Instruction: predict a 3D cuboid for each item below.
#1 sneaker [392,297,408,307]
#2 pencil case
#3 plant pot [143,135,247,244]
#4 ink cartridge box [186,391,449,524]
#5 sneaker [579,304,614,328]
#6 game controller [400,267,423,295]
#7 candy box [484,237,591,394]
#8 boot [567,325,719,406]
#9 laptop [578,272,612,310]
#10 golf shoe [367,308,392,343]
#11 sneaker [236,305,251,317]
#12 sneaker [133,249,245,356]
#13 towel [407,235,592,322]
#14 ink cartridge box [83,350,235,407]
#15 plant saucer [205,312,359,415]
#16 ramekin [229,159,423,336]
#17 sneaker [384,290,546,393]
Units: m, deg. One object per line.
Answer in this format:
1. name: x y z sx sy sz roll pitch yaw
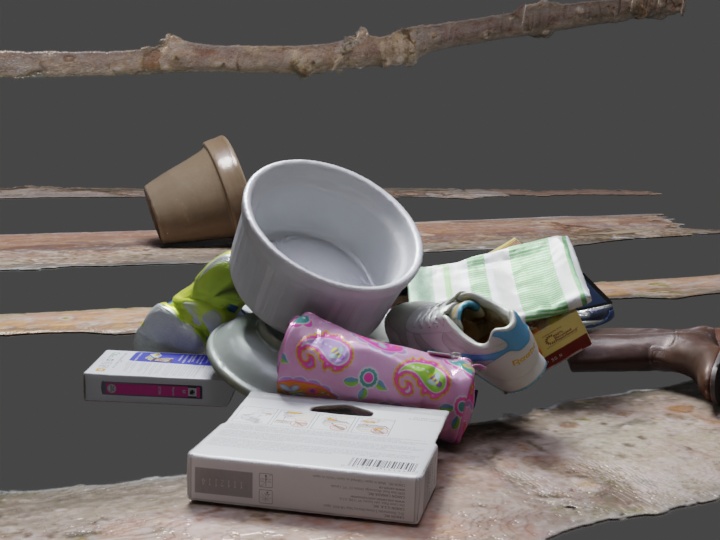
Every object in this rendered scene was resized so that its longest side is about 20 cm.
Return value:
1. sneaker: 0.056 0.034 1.704 0.199 0.071 0.108 7 13 41
2. pencil case: 0.017 0.103 1.196 0.198 0.088 0.087 15 12 4
3. plant pot: -0.303 -0.130 2.294 0.173 0.202 0.200 -19 15 -11
4. ink cartridge box: -0.030 0.160 1.084 0.198 0.045 0.176 4 12 12
5. sneaker: 0.253 0.032 1.700 0.198 0.086 0.077 9 13 31
6. game controller: 0.000 0.000 1.470 0.104 0.042 0.199 37 21 34
7. candy box: 0.173 0.048 1.434 0.115 0.056 0.200 -29 28 0
8. boot: 0.315 0.104 1.401 0.198 0.065 0.186 1 11 19
9. laptop: 0.206 0.074 1.540 0.176 0.104 0.201 -14 29 25
10. golf shoe: -0.007 0.069 1.432 0.199 0.073 0.092 6 -22 48
11. sneaker: -0.116 0.064 1.469 0.070 0.074 0.200 -27 14 -6
12. sneaker: -0.171 0.041 1.411 0.199 0.076 0.105 -37 1 29
13. towel: 0.150 0.018 1.390 0.198 0.024 0.153 -11 29 3
14. ink cartridge box: -0.190 0.115 1.332 0.197 0.038 0.095 0 11 3
15. plant saucer: -0.061 0.085 1.306 0.198 0.051 0.200 17 21 -6
16. ramekin: -0.042 -0.016 1.303 0.198 0.098 0.202 17 37 -13
17. sneaker: 0.099 0.057 1.263 0.199 0.081 0.077 13 50 44
